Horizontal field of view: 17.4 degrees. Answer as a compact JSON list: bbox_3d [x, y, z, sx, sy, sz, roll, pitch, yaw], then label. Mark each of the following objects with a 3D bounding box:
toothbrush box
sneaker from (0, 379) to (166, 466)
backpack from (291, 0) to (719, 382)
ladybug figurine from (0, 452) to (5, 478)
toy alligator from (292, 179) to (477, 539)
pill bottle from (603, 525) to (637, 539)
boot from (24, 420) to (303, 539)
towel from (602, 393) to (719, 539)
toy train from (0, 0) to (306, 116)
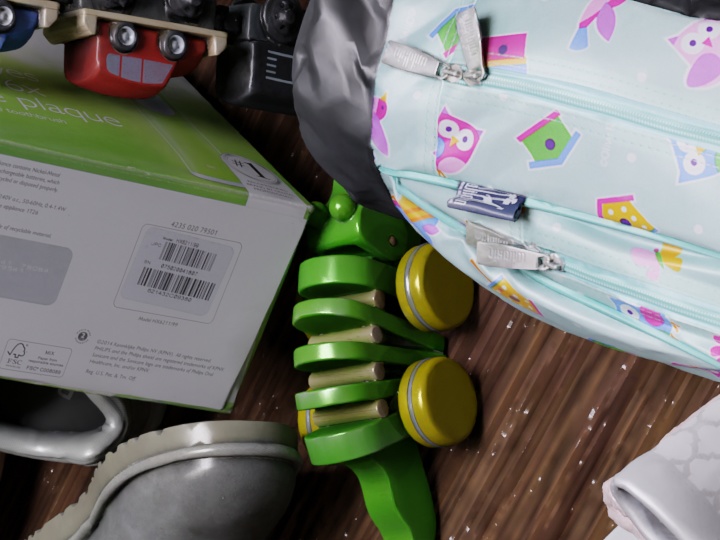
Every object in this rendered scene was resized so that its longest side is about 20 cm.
[{"bbox_3d":[-0.130,-0.040,0.842,0.200,0.145,0.086,44,117,53],"label":"toothbrush box"},{"bbox_3d":[-0.166,0.018,0.862,0.092,0.199,0.076,-116,44,-86],"label":"sneaker"},{"bbox_3d":[0.097,-0.035,0.672,0.199,0.167,0.127,21,106,29],"label":"backpack"},{"bbox_3d":[-0.201,0.047,0.955,0.135,0.072,0.201,3,94,13],"label":"ladybug figurine"},{"bbox_3d":[0.000,0.000,0.808,0.059,0.054,0.201,-12,75,40],"label":"toy alligator"},{"bbox_3d":[0.143,0.146,0.611,0.200,0.114,0.114,39,109,39],"label":"pill bottle"},{"bbox_3d":[-0.061,0.170,0.816,0.182,0.072,0.201,-46,45,51],"label":"boot"},{"bbox_3d":[0.186,0.066,0.538,0.191,0.032,0.200,-36,71,-16],"label":"towel"},{"bbox_3d":[-0.080,-0.080,0.798,0.034,0.199,0.046,0,85,52],"label":"toy train"}]
